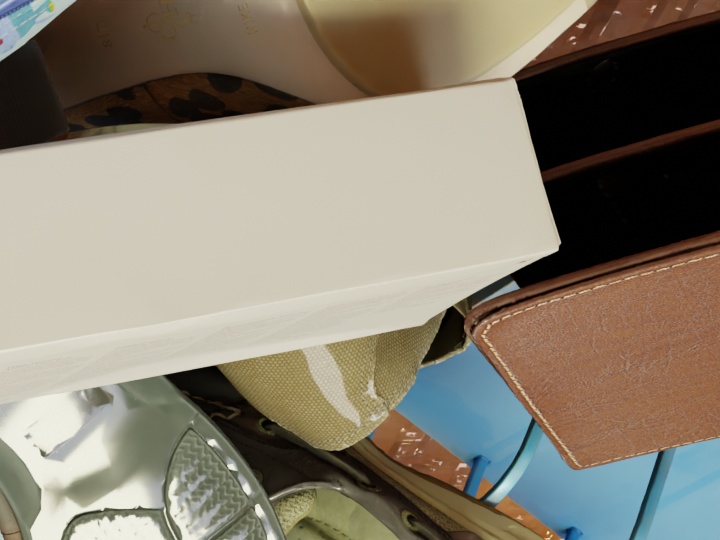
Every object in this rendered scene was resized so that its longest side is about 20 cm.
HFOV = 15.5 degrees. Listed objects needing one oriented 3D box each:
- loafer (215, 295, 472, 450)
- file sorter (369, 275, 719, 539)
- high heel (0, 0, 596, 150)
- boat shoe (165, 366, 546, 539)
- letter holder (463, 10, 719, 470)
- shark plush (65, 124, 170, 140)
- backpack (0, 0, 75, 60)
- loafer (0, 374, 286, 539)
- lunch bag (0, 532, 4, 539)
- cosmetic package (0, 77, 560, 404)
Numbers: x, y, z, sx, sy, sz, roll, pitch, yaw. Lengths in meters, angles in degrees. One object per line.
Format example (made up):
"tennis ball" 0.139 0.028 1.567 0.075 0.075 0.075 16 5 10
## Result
"loafer" 0.000 0.000 0.803 0.076 0.200 0.068 -22 100 26
"file sorter" 0.098 0.105 0.897 0.200 0.123 0.139 38 139 -16
"high heel" -0.036 -0.076 0.740 0.199 0.143 0.072 -14 105 -16
"boat shoe" -0.024 0.077 0.783 0.072 0.200 0.066 -66 170 12
"letter holder" 0.130 -0.030 0.736 0.199 0.101 0.142 -14 157 14
"shark plush" -0.010 -0.069 0.811 0.200 0.091 0.083 -32 158 -3
"backpack" -0.130 -0.121 0.593 0.200 0.147 0.183 -31 97 -7
"loafer" -0.076 0.049 0.728 0.072 0.063 0.200 -32 109 -5
"lunch bag" -0.218 0.071 0.780 0.169 0.127 0.200 23 127 -41
"cosmetic package" -0.059 -0.002 0.640 0.199 0.051 0.082 -10 172 -27
